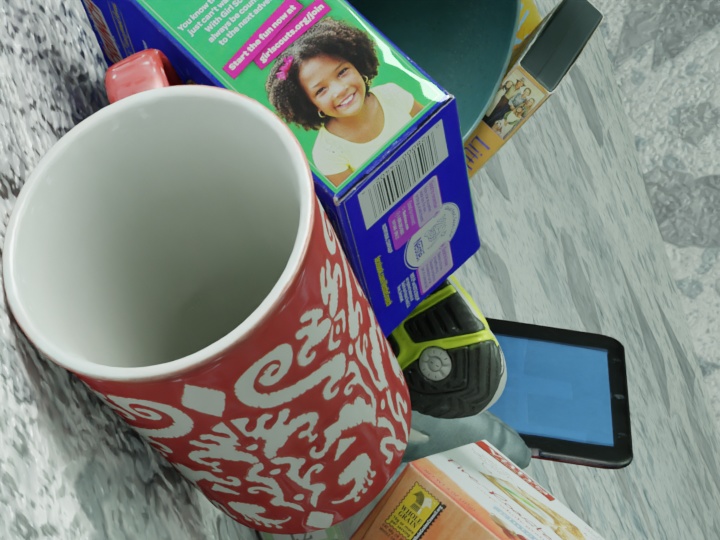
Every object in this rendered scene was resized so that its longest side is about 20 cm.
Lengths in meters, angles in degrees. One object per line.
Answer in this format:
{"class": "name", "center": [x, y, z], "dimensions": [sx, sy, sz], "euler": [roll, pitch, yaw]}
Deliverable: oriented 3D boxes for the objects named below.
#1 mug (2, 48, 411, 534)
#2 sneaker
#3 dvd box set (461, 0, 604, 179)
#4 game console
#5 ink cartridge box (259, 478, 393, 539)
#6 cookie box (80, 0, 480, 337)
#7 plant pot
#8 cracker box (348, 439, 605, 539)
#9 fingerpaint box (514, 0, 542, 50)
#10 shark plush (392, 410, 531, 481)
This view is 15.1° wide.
{"class": "mug", "center": [-0.049, 0.009, 1.183], "dimensions": [0.200, 0.133, 0.178], "euler": [58, 40, -57]}
{"class": "sneaker", "center": [0.000, 0.000, 1.372], "dimensions": [0.200, 0.076, 0.076], "euler": [40, 17, 20]}
{"class": "dvd box set", "center": [0.058, -0.072, 1.624], "dimensions": [0.029, 0.200, 0.146], "euler": [42, 30, -3]}
{"class": "game console", "center": [0.100, 0.039, 1.861], "dimensions": [0.200, 0.118, 0.173], "euler": [-84, 151, -66]}
{"class": "ink cartridge box", "center": [-0.013, 0.123, 1.389], "dimensions": [0.146, 0.048, 0.201], "euler": [-55, 126, -76]}
{"class": "cookie box", "center": [-0.042, -0.084, 1.262], "dimensions": [0.200, 0.075, 0.171], "euler": [44, -12, 20]}
{"class": "plant pot", "center": [-0.030, -0.151, 1.501], "dimensions": [0.135, 0.200, 0.200], "euler": [31, -22, 47]}
{"class": "cracker box", "center": [0.079, 0.152, 1.368], "dimensions": [0.134, 0.058, 0.200], "euler": [39, 7, 10]}
{"class": "fingerpaint box", "center": [-0.001, -0.191, 1.658], "dimensions": [0.073, 0.167, 0.200], "euler": [27, -33, 60]}
{"class": "shark plush", "center": [0.028, 0.059, 1.589], "dimensions": [0.091, 0.083, 0.200], "euler": [-90, 157, -59]}
